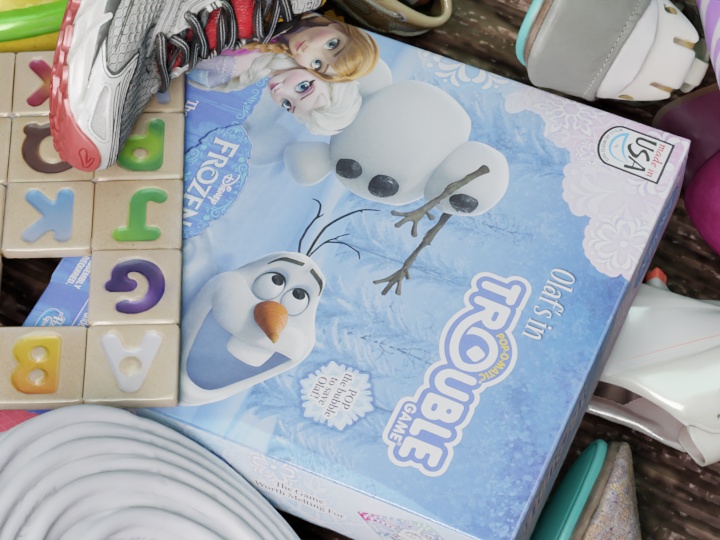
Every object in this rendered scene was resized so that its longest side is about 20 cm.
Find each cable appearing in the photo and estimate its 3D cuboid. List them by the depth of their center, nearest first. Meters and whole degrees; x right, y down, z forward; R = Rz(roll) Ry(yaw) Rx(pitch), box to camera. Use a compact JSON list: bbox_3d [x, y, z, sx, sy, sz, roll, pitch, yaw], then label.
[{"bbox_3d":[-0.075,0.140,0.690,0.200,0.069,0.200,2,60,-51],"label":"cable"}]

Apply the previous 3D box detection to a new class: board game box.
[{"bbox_3d":[0.000,0.000,0.801,0.199,0.043,0.200,20,57,11],"label":"board game box"}]

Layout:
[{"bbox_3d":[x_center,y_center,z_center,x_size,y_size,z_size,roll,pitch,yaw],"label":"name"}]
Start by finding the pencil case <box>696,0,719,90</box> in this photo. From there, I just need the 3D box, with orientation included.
[{"bbox_3d":[0.184,-0.094,0.846,0.085,0.084,0.200,-35,47,30],"label":"pencil case"}]

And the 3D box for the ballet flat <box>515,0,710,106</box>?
[{"bbox_3d":[0.114,-0.098,0.868,0.064,0.200,0.067,30,102,9],"label":"ballet flat"}]

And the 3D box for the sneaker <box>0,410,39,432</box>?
[{"bbox_3d":[-0.144,0.119,0.786,0.087,0.074,0.200,16,51,21],"label":"sneaker"}]

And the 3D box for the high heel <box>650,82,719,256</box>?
[{"bbox_3d":[0.232,-0.062,0.906,0.200,0.067,0.096,-25,52,0],"label":"high heel"}]

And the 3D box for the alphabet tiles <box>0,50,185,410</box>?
[{"bbox_3d":[-0.166,-0.018,0.783,0.200,0.008,0.167,-1,54,-1],"label":"alphabet tiles"}]

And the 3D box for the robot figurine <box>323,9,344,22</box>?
[{"bbox_3d":[-0.021,-0.016,0.874,0.145,0.058,0.200,-16,58,-11],"label":"robot figurine"}]

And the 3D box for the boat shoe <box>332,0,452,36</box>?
[{"bbox_3d":[-0.030,-0.179,0.908,0.200,0.076,0.072,38,93,-20],"label":"boat shoe"}]

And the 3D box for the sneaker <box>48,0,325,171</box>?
[{"bbox_3d":[-0.055,-0.117,0.805,0.082,0.078,0.200,29,63,1],"label":"sneaker"}]

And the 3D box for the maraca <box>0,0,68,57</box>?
[{"bbox_3d":[-0.137,-0.136,0.919,0.137,0.107,0.200,7,28,22],"label":"maraca"}]

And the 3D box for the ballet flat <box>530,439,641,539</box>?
[{"bbox_3d":[0.068,0.156,0.769,0.067,0.068,0.200,35,66,-3],"label":"ballet flat"}]

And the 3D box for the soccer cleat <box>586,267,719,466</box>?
[{"bbox_3d":[0.165,0.045,0.838,0.200,0.069,0.078,6,61,11],"label":"soccer cleat"}]
